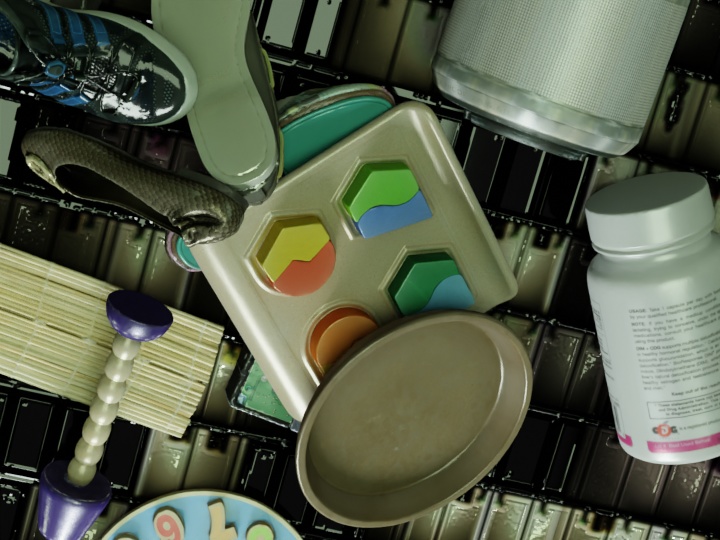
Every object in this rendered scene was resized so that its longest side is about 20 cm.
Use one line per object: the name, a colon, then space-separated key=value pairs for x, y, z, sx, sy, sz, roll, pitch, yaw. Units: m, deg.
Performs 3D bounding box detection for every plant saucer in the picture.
plant saucer: x=0.038 y=0.108 z=1.336 sx=0.198 sy=0.030 sz=0.202 roll=-17 pitch=131 yaw=-21

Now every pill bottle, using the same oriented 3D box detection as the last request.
pill bottle: x=0.236 y=0.035 z=1.363 sx=0.112 sy=0.113 sz=0.202 roll=-16 pitch=107 yaw=-6

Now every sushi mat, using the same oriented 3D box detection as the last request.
sushi mat: x=-0.207 y=0.052 z=1.334 sx=0.198 sy=0.012 sz=0.096 roll=22 pitch=100 yaw=-15

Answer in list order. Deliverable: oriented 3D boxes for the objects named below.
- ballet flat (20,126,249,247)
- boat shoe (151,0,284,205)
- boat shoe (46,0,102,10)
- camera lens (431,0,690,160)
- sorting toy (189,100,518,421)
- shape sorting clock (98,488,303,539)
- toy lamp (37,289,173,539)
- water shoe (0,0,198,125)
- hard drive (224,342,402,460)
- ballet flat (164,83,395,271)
ballet flat: x=-0.164 y=-0.055 z=1.235 sx=0.047 sy=0.198 sz=0.067 roll=-64 pitch=150 yaw=-13
boat shoe: x=-0.099 y=-0.142 z=1.247 sx=0.071 sy=0.060 sz=0.204 roll=-16 pitch=70 yaw=2
boat shoe: x=-0.190 y=-0.226 z=1.232 sx=0.060 sy=0.072 sz=0.204 roll=2 pitch=102 yaw=-7
camera lens: x=0.149 y=-0.189 z=1.261 sx=0.158 sy=0.160 sz=0.202 roll=17 pitch=101 yaw=-15
sorting toy: x=0.000 y=0.000 z=1.293 sx=0.199 sy=0.037 sz=0.186 roll=-30 pitch=120 yaw=-2
shape sorting clock: x=-0.126 y=0.269 z=1.395 sx=0.198 sy=0.039 sz=0.202 roll=-3 pitch=105 yaw=-11
toy lamp: x=-0.193 y=0.113 z=1.320 sx=0.058 sy=0.058 sz=0.202 roll=19 pitch=111 yaw=-15
water shoe: x=-0.206 y=-0.138 z=1.175 sx=0.198 sy=0.079 sz=0.072 roll=22 pitch=119 yaw=-2
hard drive: x=-0.003 y=0.032 z=1.356 sx=0.138 sy=0.038 sz=0.202 roll=20 pitch=99 yaw=-15
ballet flat: x=-0.066 y=-0.080 z=1.295 sx=0.199 sy=0.071 sz=0.069 roll=-39 pitch=126 yaw=4
